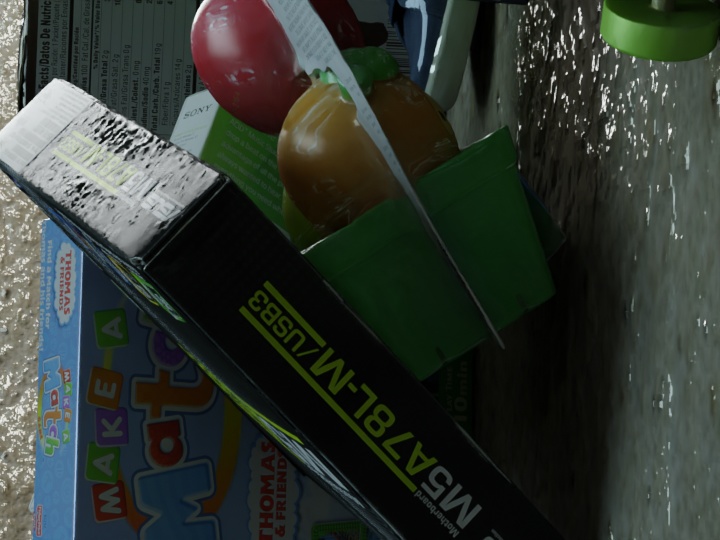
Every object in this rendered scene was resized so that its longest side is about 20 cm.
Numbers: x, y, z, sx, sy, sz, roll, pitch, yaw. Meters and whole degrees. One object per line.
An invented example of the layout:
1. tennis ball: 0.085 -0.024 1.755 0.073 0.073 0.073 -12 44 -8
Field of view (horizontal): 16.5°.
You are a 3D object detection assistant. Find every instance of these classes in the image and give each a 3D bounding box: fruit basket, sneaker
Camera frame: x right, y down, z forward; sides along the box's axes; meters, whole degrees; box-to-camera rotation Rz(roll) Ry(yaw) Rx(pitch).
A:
1. fruit basket: -0.006 -0.059 0.895 0.201 0.093 0.185 65 172 1
2. sneaker: 0.008 -0.163 1.082 0.075 0.084 0.201 108 162 -66

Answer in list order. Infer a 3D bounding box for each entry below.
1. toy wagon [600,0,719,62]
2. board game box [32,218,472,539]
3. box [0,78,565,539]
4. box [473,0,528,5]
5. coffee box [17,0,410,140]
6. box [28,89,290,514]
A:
1. toy wagon: 0.079 -0.157 0.695 0.200 0.039 0.156 -103 16 -63
2. board game box: -0.039 0.063 1.001 0.036 0.199 0.152 -7 80 52
3. box: -0.031 0.027 0.862 0.193 0.048 0.200 50 172 -25
4. box: 0.036 -0.192 0.756 0.158 0.051 0.201 11 -92 -79
5. coffee box: -0.065 -0.105 1.193 0.113 0.199 0.080 -119 31 -77
6. box: -0.045 0.042 1.050 0.036 0.144 0.201 -10 53 49
